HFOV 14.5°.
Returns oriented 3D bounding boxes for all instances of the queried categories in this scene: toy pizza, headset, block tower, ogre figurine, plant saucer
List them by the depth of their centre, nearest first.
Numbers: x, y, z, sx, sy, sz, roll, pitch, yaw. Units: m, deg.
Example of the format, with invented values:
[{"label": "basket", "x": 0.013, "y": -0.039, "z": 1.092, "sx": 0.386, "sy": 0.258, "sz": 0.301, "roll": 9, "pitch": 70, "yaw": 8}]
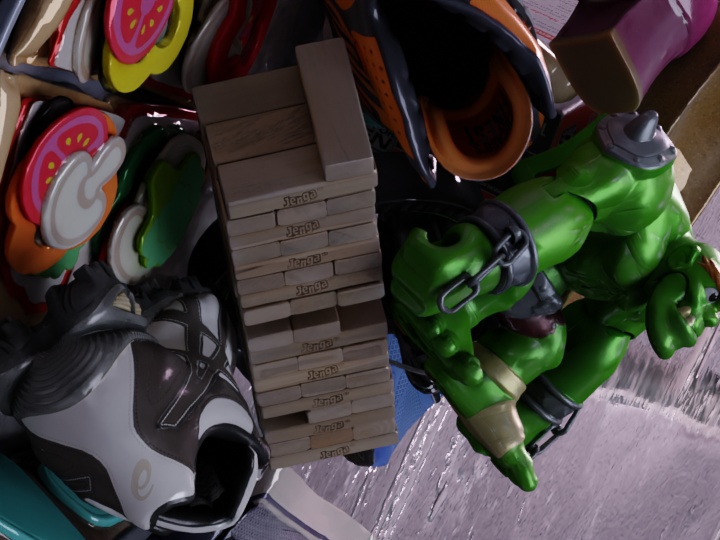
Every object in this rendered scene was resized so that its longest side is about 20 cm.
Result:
[{"label": "toy pizza", "x": -0.077, "y": -0.059, "z": 0.970, "sx": 0.200, "sy": 0.032, "sz": 0.201, "roll": -55, "pitch": 160, "yaw": -31}, {"label": "block tower", "x": -0.022, "y": -0.001, "z": 1.033, "sx": 0.200, "sy": 0.058, "sz": 0.054, "roll": 87, "pitch": -11, "yaw": -57}, {"label": "ogre figurine", "x": 0.075, "y": 0.004, "z": 1.075, "sx": 0.120, "sy": 0.098, "sz": 0.200, "roll": -40, "pitch": 137, "yaw": -5}, {"label": "headset", "x": 0.000, "y": 0.000, "z": 1.175, "sx": 0.123, "sy": 0.094, "sz": 0.200, "roll": -23, "pitch": 151, "yaw": 8}, {"label": "plant saucer", "x": 0.126, "y": -0.047, "z": 1.227, "sx": 0.200, "sy": 0.035, "sz": 0.200, "roll": -51, "pitch": 166, "yaw": -17}]

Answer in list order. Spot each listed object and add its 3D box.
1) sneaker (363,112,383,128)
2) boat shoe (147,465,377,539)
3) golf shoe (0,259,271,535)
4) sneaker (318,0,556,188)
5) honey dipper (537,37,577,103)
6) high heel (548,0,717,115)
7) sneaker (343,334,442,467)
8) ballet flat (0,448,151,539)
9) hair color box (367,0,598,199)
[{"label": "sneaker", "x": 0.049, "y": -0.145, "z": 1.150, "sx": 0.201, "sy": 0.079, "sz": 0.078, "roll": -62, "pitch": 163, "yaw": -10}, {"label": "boat shoe", "x": -0.055, "y": 0.130, "z": 1.247, "sx": 0.093, "sy": 0.075, "sz": 0.200, "roll": -56, "pitch": 154, "yaw": -7}, {"label": "golf shoe", "x": -0.073, "y": 0.054, "z": 0.989, "sx": 0.078, "sy": 0.095, "sz": 0.200, "roll": -38, "pitch": 172, "yaw": 10}, {"label": "sneaker", "x": 0.031, "y": -0.065, "z": 1.021, "sx": 0.077, "sy": 0.112, "sz": 0.200, "roll": -31, "pitch": 147, "yaw": 8}, {"label": "honey dipper", "x": 0.032, "y": -0.115, "z": 1.088, "sx": 0.200, "sy": 0.038, "sz": 0.038, "roll": 37, "pitch": 78, "yaw": -50}, {"label": "high heel", "x": 0.083, "y": -0.164, "z": 1.099, "sx": 0.096, "sy": 0.067, "sz": 0.201, "roll": -54, "pitch": 134, "yaw": -40}, {"label": "sneaker", "x": 0.054, "y": 0.019, "z": 1.371, "sx": 0.200, "sy": 0.089, "sz": 0.079, "roll": -54, "pitch": 159, "yaw": -32}, {"label": "ballet flat", "x": -0.122, "y": 0.098, "z": 0.994, "sx": 0.073, "sy": 0.073, "sz": 0.200, "roll": -67, "pitch": 169, "yaw": 5}, {"label": "hair color box", "x": 0.074, "y": -0.083, "z": 1.272, "sx": 0.200, "sy": 0.101, "sz": 0.061, "roll": -27, "pitch": 141, "yaw": -62}]
